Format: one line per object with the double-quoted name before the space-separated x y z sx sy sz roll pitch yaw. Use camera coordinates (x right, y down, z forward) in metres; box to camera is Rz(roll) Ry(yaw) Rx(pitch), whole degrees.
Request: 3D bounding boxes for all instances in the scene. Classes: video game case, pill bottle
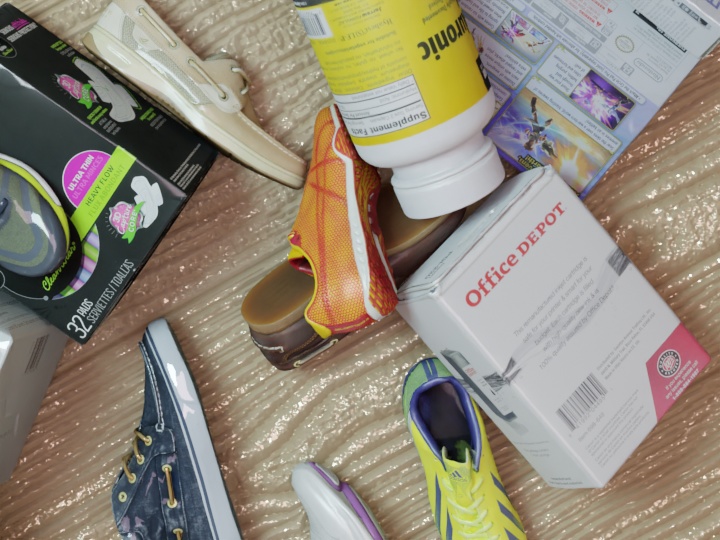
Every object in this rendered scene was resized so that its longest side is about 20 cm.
"video game case" 0.139 -0.175 1.364 0.200 0.045 0.181 37 114 -5
"pill bottle" 0.032 -0.144 1.314 0.111 0.111 0.201 -23 108 0

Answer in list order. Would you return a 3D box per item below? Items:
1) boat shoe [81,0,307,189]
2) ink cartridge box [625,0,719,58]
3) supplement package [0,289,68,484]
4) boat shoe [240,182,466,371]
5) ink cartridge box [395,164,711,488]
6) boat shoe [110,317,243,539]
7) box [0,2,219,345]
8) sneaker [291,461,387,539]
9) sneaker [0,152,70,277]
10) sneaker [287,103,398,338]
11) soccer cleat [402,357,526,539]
"boat shoe" -0.114 -0.137 1.376 0.200 0.072 0.065 37 87 -5
"ink cartridge box" 0.205 -0.274 1.323 0.200 0.200 0.041 36 134 -5
"supplement package" -0.342 0.065 1.317 0.199 0.191 0.148 24 94 2
"boat shoe" 0.000 0.000 1.397 0.200 0.070 0.070 -34 132 -6
"ink cartridge box" 0.142 0.044 1.365 0.146 0.085 0.200 -45 102 -21
"boat shoe" -0.157 0.143 1.398 0.090 0.071 0.201 -17 98 -5
"box" -0.233 -0.073 1.336 0.200 0.124 0.149 36 109 -4
"sneaker" -0.014 0.246 1.411 0.099 0.075 0.201 -28 96 0
"sneaker" -0.288 -0.060 1.239 0.200 0.081 0.074 37 110 -5
"sneaker" -0.024 -0.043 1.346 0.077 0.201 0.073 -19 139 18
"soccer cleat" 0.080 0.164 1.403 0.064 0.084 0.201 -20 95 1
